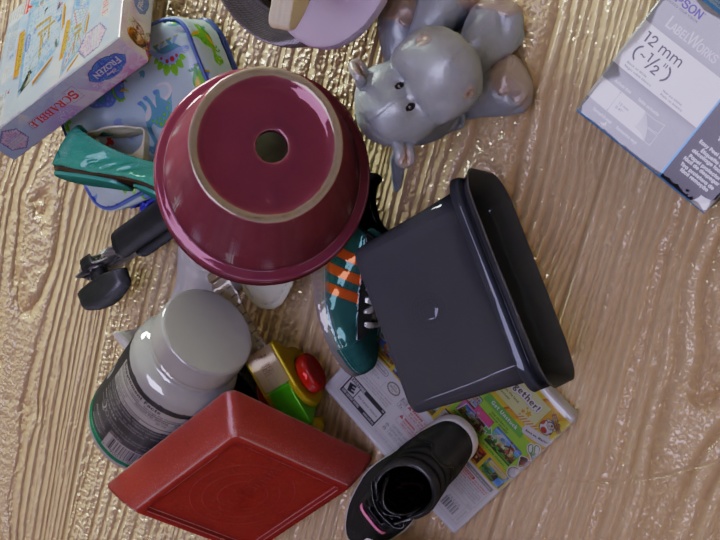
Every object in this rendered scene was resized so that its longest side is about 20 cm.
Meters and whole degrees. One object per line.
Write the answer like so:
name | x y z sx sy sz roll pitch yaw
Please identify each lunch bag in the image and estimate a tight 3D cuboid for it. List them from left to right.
lunch bag | -0.213 -0.157 1.210 0.199 0.082 0.162 -24 88 27

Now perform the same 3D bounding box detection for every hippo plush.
hippo plush | 0.044 -0.178 1.040 0.199 0.161 0.160 -29 87 27

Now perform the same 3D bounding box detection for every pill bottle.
pill bottle | -0.191 0.111 1.171 0.113 0.113 0.200 50 134 9

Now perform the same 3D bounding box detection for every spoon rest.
spoon rest | -0.180 0.009 1.248 0.099 0.061 0.200 46 101 13

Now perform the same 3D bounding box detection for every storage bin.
storage bin | 0.091 0.028 1.059 0.133 0.145 0.202 -23 82 22

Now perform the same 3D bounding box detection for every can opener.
can opener | -0.234 -0.023 1.243 0.199 0.052 0.067 -35 73 36

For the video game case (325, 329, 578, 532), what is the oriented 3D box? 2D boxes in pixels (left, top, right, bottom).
video game case | 0.085 0.128 1.155 0.200 0.023 0.182 47 115 12

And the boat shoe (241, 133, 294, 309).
boat shoe | -0.083 -0.062 1.178 0.071 0.060 0.204 10 111 14

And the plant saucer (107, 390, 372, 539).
plant saucer | -0.120 0.217 1.183 0.199 0.199 0.037 -38 40 27

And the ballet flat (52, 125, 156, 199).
ballet flat | -0.211 -0.103 1.146 0.198 0.067 0.071 16 86 17

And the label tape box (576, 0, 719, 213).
label tape box | 0.299 -0.171 0.974 0.143 0.066 0.201 41 115 13

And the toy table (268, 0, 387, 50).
toy table | -0.035 -0.295 0.986 0.182 0.117 0.202 0 94 15

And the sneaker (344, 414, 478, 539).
sneaker | 0.027 0.222 1.132 0.071 0.099 0.200 47 124 9

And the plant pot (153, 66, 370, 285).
plant pot | -0.085 -0.092 1.020 0.198 0.179 0.202 1 84 -6

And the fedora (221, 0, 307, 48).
fedora | -0.037 -0.303 1.093 0.177 0.090 0.200 45 103 8

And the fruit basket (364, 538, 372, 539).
fruit basket | 0.068 0.377 1.167 0.198 0.094 0.187 24 119 10

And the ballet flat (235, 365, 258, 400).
ballet flat | -0.134 0.131 1.239 0.199 0.057 0.067 34 113 16

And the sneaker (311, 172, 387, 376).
sneaker | 0.000 0.000 1.138 0.079 0.071 0.202 -11 87 24

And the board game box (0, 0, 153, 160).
board game box | -0.292 -0.239 1.190 0.198 0.041 0.202 -28 46 28

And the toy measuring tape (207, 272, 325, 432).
toy measuring tape | -0.090 0.082 1.196 0.073 0.073 0.201 -29 91 27
